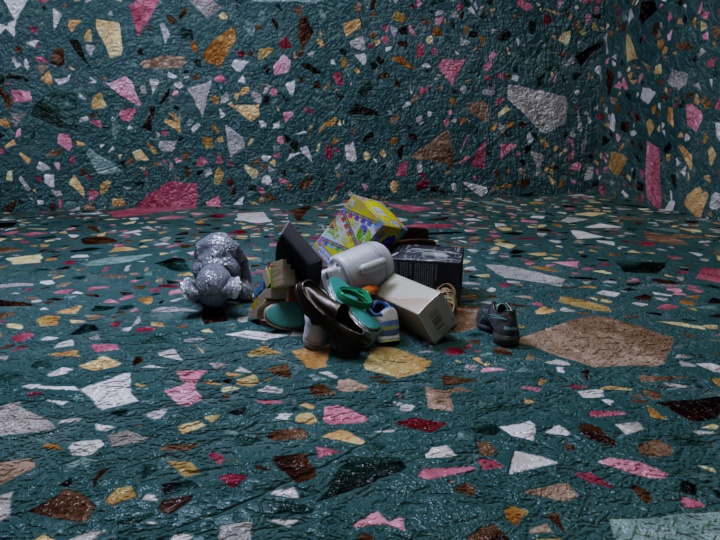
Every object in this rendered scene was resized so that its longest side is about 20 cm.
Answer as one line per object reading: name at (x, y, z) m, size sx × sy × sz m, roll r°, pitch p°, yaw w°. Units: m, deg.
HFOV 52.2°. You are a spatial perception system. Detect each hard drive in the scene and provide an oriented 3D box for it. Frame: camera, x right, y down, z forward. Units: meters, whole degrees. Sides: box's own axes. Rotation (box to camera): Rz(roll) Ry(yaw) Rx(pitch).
hard drive at (-0.148, -0.015, 1.717) m, size 0.042 × 0.135 × 0.201 m, roll -36°, pitch -15°, yaw -22°

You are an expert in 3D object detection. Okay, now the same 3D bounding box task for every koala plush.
koala plush at (-0.367, 0.020, 1.852) m, size 0.173 × 0.188 × 0.201 m, roll 0°, pitch 25°, yaw 1°

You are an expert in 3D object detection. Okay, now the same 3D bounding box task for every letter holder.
letter holder at (0.140, -0.050, 2.177) m, size 0.196 × 0.146 × 0.100 m, roll -6°, pitch 14°, yaw -27°

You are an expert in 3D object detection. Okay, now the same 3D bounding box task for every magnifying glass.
magnifying glass at (0.002, 0.053, 1.617) m, size 0.078 × 0.023 × 0.200 m, roll 26°, pitch 14°, yaw 12°

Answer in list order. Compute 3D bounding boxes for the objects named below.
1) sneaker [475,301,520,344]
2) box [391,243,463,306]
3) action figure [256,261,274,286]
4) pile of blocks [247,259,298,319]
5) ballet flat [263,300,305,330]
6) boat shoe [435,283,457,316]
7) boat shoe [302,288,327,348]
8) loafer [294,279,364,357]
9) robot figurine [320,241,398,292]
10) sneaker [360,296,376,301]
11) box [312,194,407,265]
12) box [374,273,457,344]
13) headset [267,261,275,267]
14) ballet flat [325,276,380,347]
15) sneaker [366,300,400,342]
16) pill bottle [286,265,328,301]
sneaker at (0.317, 0.105, 1.677) m, size 0.074 × 0.081 × 0.200 m, roll -2°, pitch 12°, yaw -10°
box at (0.177, 0.010, 1.983) m, size 0.192 × 0.127 × 0.200 m, roll 5°, pitch 14°, yaw 9°
action figure at (-0.178, 0.029, 1.937) m, size 0.195 × 0.100 × 0.066 m, roll -3°, pitch 54°, yaw -6°
pile of blocks at (-0.200, 0.045, 1.730) m, size 0.061 × 0.200 × 0.083 m, roll 6°, pitch 51°, yaw -36°
ballet flat at (-0.135, 0.108, 1.725) m, size 0.195 × 0.070 × 0.063 m, roll -2°, pitch -15°, yaw -20°
boat shoe at (0.199, 0.080, 1.784) m, size 0.074 × 0.076 × 0.200 m, roll 2°, pitch 13°, yaw 7°
boat shoe at (-0.092, 0.089, 1.636) m, size 0.072 × 0.066 × 0.202 m, roll 7°, pitch 32°, yaw -10°
loafer at (-0.057, 0.086, 1.543) m, size 0.200 × 0.072 × 0.073 m, roll 45°, pitch 33°, yaw 13°
robot figurine at (0.000, 0.000, 1.760) m, size 0.197 × 0.115 × 0.169 m, roll -22°, pitch 6°, yaw -29°
sneaker at (0.013, 0.078, 1.800) m, size 0.195 × 0.071 × 0.100 m, roll -3°, pitch 16°, yaw -11°
box at (0.000, -0.087, 2.024) m, size 0.122 × 0.193 × 0.199 m, roll 46°, pitch 17°, yaw 17°
box at (0.122, 0.084, 1.680) m, size 0.077 × 0.096 × 0.199 m, roll -40°, pitch 26°, yaw -16°
headset at (-0.160, 0.006, 2.040) m, size 0.196 × 0.096 × 0.124 m, roll 18°, pitch 14°, yaw -1°
ballet flat at (-0.027, 0.096, 1.622) m, size 0.073 × 0.075 × 0.201 m, roll -7°, pitch 38°, yaw -30°
sneaker at (0.031, 0.101, 1.674) m, size 0.073 × 0.084 × 0.199 m, roll -9°, pitch 15°, yaw -28°
pill bottle at (-0.097, 0.041, 1.872) m, size 0.195 × 0.109 × 0.106 m, roll -4°, pitch 14°, yaw -18°
